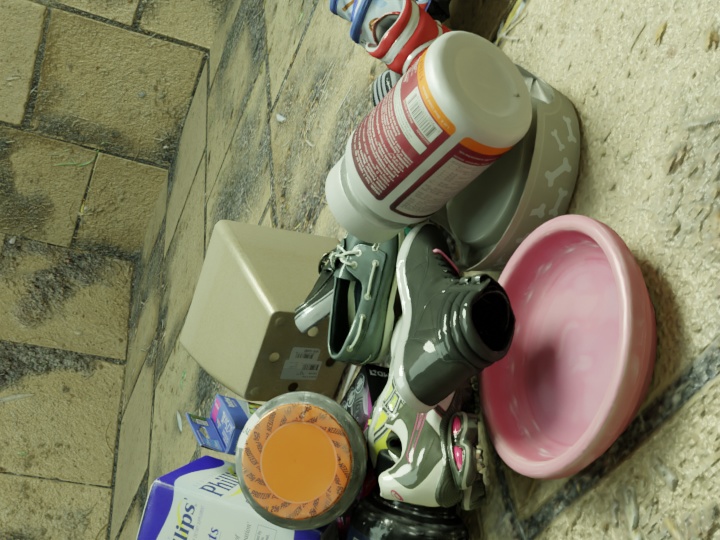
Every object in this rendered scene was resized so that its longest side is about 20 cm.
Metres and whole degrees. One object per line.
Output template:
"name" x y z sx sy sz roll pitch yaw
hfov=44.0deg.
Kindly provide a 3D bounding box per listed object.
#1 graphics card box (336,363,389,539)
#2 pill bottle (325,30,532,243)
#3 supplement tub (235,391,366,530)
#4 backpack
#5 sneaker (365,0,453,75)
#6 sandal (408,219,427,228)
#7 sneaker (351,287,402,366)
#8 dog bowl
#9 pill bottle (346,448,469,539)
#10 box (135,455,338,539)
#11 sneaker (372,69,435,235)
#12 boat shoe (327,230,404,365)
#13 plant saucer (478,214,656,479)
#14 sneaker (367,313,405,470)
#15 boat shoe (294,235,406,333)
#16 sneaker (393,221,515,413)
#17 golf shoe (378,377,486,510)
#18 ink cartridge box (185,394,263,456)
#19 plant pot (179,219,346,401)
"graphics card box" 0.013 0.219 0.986 0.202 0.050 0.126 -99 30 -46
"pill bottle" 0.053 -0.111 0.804 0.200 0.108 0.111 -40 41 48
"supplement tub" -0.053 0.180 0.854 0.200 0.120 0.125 83 -164 -78
"backpack" 0.052 -0.328 1.019 0.191 0.152 0.202 -80 10 -68
"sneaker" 0.072 -0.232 0.925 0.071 0.112 0.200 -51 2 22
"sandal" 0.021 -0.085 0.981 0.200 0.054 0.083 -136 42 -66
"sneaker" 0.008 0.054 1.058 0.200 0.074 0.071 133 144 -53
"dog bowl" 0.134 -0.092 0.844 0.200 0.058 0.203 -166 90 -69
"pill bottle" 0.037 0.272 0.808 0.112 0.110 0.203 -175 98 -69
"box" -0.130 0.299 1.019 0.184 0.197 0.107 22 -99 -81
"sneaker" 0.078 -0.132 1.017 0.074 0.086 0.203 178 80 -67
"boat shoe" 0.000 0.000 0.928 0.072 0.061 0.204 19 108 56
"plant saucer" 0.161 0.061 0.694 0.200 0.050 0.204 -168 90 -70
"sneaker" 0.057 0.130 0.891 0.076 0.074 0.203 156 123 -66
"boat shoe" -0.018 -0.001 1.032 0.200 0.057 0.069 -42 1 -40
"sneaker" 0.085 0.020 0.763 0.099 0.071 0.202 -31 35 32
"golf shoe" 0.063 0.122 0.780 0.201 0.087 0.078 -79 -21 -60
"ink cartridge box" -0.111 0.202 1.107 0.119 0.197 0.043 32 106 68
"plant pot" -0.107 0.072 1.212 0.177 0.197 0.202 48 123 51
